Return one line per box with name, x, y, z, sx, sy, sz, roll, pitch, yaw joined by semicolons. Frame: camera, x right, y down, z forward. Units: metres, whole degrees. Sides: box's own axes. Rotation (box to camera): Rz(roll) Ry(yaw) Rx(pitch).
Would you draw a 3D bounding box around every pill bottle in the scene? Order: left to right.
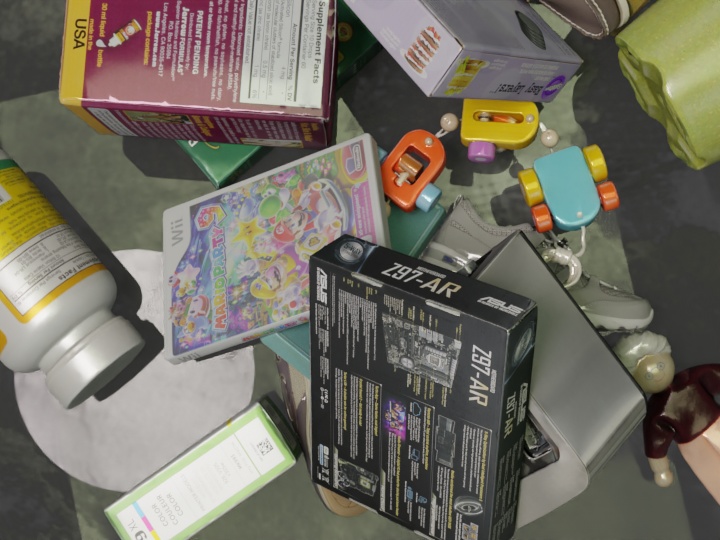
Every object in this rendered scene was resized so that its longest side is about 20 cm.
pill bottle;-0.270;0.010;0.882;0.113;0.113;0.200;-42;88;-3

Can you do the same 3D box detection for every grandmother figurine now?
grandmother figurine;0.288;0.129;0.913;0.121;0.061;0.200;-43;91;-12

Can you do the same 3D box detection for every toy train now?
toy train;0.109;-0.069;0.892;0.199;0.056;0.151;32;85;12

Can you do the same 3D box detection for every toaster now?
toaster;0.100;0.101;0.834;0.201;0.181;0.118;53;45;1

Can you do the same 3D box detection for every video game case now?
video game case;-0.071;-0.017;0.871;0.198;0.018;0.145;-19;58;19

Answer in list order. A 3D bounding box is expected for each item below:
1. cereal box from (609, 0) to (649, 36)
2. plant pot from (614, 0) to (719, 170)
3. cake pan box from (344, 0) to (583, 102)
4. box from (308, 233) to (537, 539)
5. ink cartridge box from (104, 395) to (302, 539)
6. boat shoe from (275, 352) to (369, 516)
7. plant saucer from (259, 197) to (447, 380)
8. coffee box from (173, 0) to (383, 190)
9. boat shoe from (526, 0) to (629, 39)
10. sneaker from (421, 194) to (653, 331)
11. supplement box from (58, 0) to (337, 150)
cereal box;0.279;-0.295;0.897;0.039;0.144;0.200;42;86;3
plant pot;0.316;-0.185;0.881;0.183;0.200;0.202;-32;87;9
cake pan box;0.058;-0.216;0.849;0.200;0.183;0.052;51;121;20
box;0.038;0.091;0.764;0.159;0.043;0.202;19;124;30
ink cartridge box;-0.144;0.183;0.877;0.199;0.104;0.060;-35;87;-3
boat shoe;-0.031;0.103;0.904;0.071;0.065;0.202;-10;82;-30
plant saucer;0.000;0.000;0.895;0.070;0.019;0.201;38;65;-5
coffee box;-0.087;-0.178;0.932;0.200;0.044;0.123;-43;87;-4
boat shoe;0.132;-0.254;0.870;0.200;0.072;0.060;43;71;-12
sneaker;0.155;-0.004;0.908;0.198;0.075;0.083;20;88;1
supplement box;-0.118;-0.159;0.842;0.198;0.131;0.104;4;86;-1
